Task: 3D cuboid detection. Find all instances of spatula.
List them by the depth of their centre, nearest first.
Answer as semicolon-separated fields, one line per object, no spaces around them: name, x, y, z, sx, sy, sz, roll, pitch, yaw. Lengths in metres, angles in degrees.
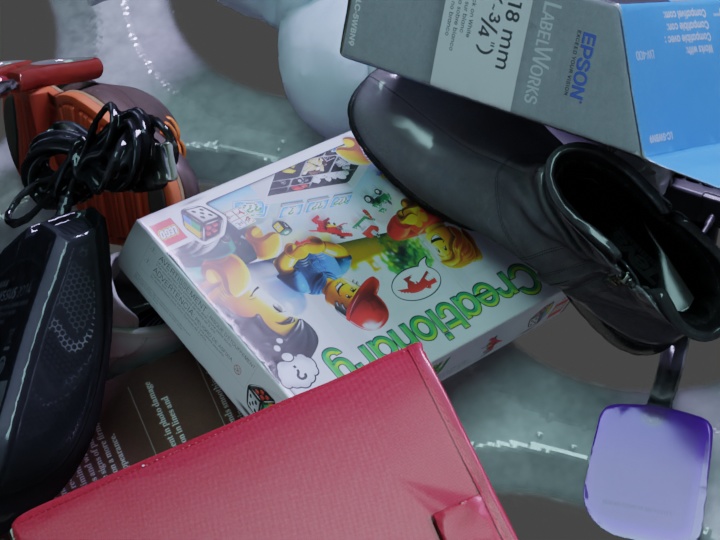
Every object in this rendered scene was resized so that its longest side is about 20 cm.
spatula;0.149;0.039;0.987;0.056;0.021;0.201;8;52;13

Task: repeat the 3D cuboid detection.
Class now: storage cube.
storage cube;-0.014;0.169;0.831;0.179;0.171;0.201;-22;61;-5

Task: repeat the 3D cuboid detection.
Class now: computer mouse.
computer mouse;-0.132;0.030;0.904;0.138;0.052;0.201;-2;67;60

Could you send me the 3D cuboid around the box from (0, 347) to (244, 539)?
box;-0.112;0.113;0.951;0.199;0.075;0.101;-22;57;-8

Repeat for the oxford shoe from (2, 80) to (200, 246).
oxford shoe;-0.116;-0.064;1.032;0.072;0.072;0.200;-13;23;-25

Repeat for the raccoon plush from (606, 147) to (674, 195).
raccoon plush;0.109;-0.130;1.050;0.133;0.097;0.201;7;41;19

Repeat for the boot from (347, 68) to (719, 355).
boot;0.083;-0.040;0.920;0.199;0.132;0.070;34;84;4

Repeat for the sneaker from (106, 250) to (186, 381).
sneaker;-0.146;0.029;0.994;0.198;0.100;0.075;-18;61;-2

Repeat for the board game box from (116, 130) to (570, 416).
board game box;0.000;0.000;0.966;0.199;0.035;0.126;-26;67;-42

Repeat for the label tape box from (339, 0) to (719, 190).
label tape box;0.113;-0.099;0.911;0.199;0.064;0.144;22;19;31

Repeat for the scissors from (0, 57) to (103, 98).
scissors;-0.177;-0.087;0.979;0.072;0.014;0.200;0;12;8

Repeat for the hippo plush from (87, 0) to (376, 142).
hippo plush;-0.009;-0.154;1.059;0.199;0.160;0.161;-19;65;-27

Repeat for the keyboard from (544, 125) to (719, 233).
keyboard;0.178;-0.037;1.019;0.199;0.021;0.127;18;48;22
